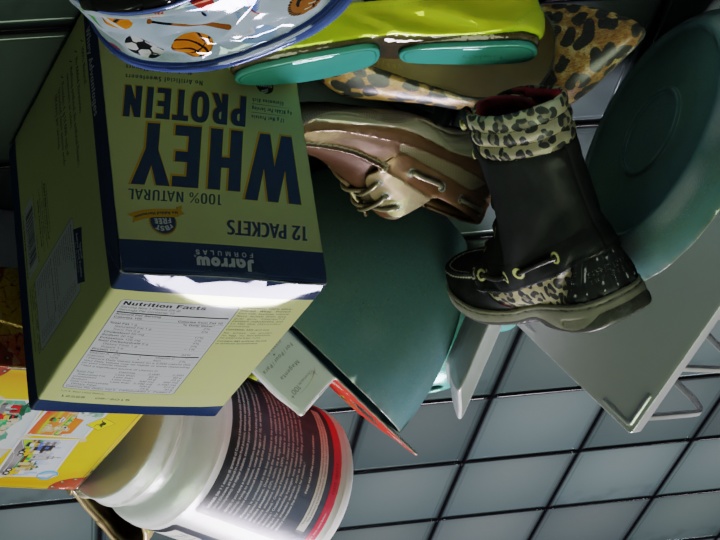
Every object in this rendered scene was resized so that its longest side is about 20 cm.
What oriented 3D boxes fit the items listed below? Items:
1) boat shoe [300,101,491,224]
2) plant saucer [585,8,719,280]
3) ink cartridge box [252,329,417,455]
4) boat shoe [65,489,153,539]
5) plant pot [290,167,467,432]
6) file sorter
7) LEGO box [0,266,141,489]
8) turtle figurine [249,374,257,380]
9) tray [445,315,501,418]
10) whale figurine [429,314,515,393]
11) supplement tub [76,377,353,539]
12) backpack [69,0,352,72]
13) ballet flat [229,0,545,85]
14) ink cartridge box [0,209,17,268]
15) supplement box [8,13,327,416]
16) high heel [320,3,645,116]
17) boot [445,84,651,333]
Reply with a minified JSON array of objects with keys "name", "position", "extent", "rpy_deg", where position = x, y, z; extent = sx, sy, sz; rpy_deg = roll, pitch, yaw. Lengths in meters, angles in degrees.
[{"name":"boat shoe","position":[0.022,-0.070,1.376],"extent":[0.199,0.073,0.075],"rpy_deg":[9,-178,-37]},{"name":"plant saucer","position":[0.200,-0.087,1.346],"extent":[0.027,0.201,0.200],"rpy_deg":[24,142,-19]},{"name":"ink cartridge box","position":[-0.052,0.079,1.540],"extent":[0.044,0.174,0.200],"rpy_deg":[-45,-168,-5]},{"name":"boat shoe","position":[-0.230,0.172,1.793],"extent":[0.073,0.067,0.200],"rpy_deg":[-15,132,24]},{"name":"plant pot","position":[0.000,0.000,1.483],"extent":[0.135,0.200,0.200],"rpy_deg":[-47,151,-4]},{"name":"file sorter","position":[0.232,-0.005,1.479],"extent":[0.124,0.139,0.201],"rpy_deg":[3,125,-52]},{"name":"LEGO box","position":[-0.239,0.081,1.463],"extent":[0.148,0.078,0.200],"rpy_deg":[6,148,-29]},{"name":"turtle figurine","position":[-0.127,0.125,1.747],"extent":[0.199,0.065,0.162],"rpy_deg":[-22,152,-26]},{"name":"tray","position":[0.105,0.007,1.514],"extent":[0.022,0.201,0.107],"rpy_deg":[22,167,10]},{"name":"whale figurine","position":[0.059,0.064,1.690],"extent":[0.158,0.105,0.200],"rpy_deg":[-12,154,4]},{"name":"supplement tub","position":[-0.116,0.149,1.614],"extent":[0.140,0.141,0.199],"rpy_deg":[-30,139,35]},{"name":"backpack","position":[-0.082,-0.195,1.019],"extent":[0.198,0.192,0.154],"rpy_deg":[-15,150,16]},{"name":"ballet flat","position":[0.014,-0.155,1.256],"extent":[0.198,0.068,0.067],"rpy_deg":[-6,171,-5]},{"name":"ink cartridge box","position":[-0.273,0.042,1.557],"extent":[0.145,0.087,0.200],"rpy_deg":[8,150,-31]},{"name":"supplement box","position":[-0.131,-0.037,1.312],"extent":[0.133,0.202,0.200],"rpy_deg":[3,152,-25]},{"name":"high heel","position":[0.069,-0.143,1.303],"extent":[0.199,0.072,0.142],"rpy_deg":[-12,163,31]},{"name":"boot","position":[0.102,-0.044,1.335],"extent":[0.073,0.155,0.203],"rpy_deg":[-28,-164,-22]}]
